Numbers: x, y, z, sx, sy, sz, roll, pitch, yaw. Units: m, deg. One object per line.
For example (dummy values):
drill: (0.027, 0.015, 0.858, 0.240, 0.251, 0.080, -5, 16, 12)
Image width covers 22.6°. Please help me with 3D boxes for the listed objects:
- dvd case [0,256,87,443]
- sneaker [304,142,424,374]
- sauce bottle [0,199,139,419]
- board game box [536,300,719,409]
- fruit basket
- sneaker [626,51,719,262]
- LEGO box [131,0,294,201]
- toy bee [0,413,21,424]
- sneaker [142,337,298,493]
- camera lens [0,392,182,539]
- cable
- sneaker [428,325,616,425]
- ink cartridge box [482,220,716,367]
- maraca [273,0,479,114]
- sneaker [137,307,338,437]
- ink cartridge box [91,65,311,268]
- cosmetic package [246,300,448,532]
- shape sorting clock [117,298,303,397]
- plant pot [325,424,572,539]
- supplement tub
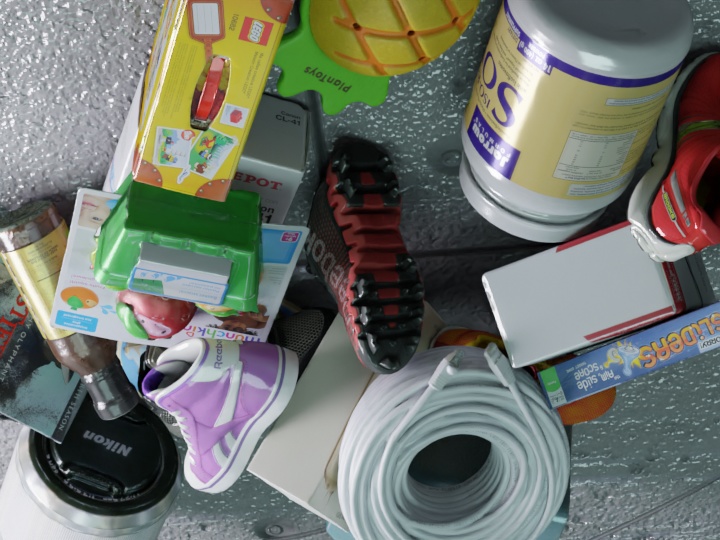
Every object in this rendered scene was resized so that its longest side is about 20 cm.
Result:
dvd case: (-0.317, 0.045, 1.593, 0.199, 0.147, 0.022, 32, 168, -29)
sneaker: (0.000, 0.000, 1.506, 0.070, 0.202, 0.098, 2, 154, -29)
sauce bottle: (-0.254, 0.037, 1.581, 0.064, 0.065, 0.201, -17, 112, 17)
board game box: (0.260, 0.058, 1.480, 0.199, 0.035, 0.135, -24, 173, 30)
fruit basket: (-0.152, 0.013, 1.460, 0.183, 0.094, 0.201, 11, 137, -11)
sneaker: (0.276, -0.088, 1.396, 0.084, 0.201, 0.077, -11, 136, 43)
LEGO box: (-0.107, -0.179, 1.346, 0.076, 0.150, 0.201, 13, 134, -12)
toy bee: (-0.399, 0.067, 1.639, 0.199, 0.110, 0.131, 15, 172, -29)
sneaker: (-0.139, 0.116, 1.533, 0.113, 0.073, 0.201, 11, 138, -20)
camera lens: (-0.269, 0.227, 1.745, 0.159, 0.161, 0.201, 15, 133, -14)
cable: (0.075, 0.161, 1.503, 0.200, 0.069, 0.200, -38, 118, 7)
sneaker: (0.150, 0.100, 1.582, 0.199, 0.077, 0.074, 13, 92, -32)
ink cartridge box: (0.204, 0.016, 1.505, 0.143, 0.084, 0.200, -20, 175, 20)
maraca: (0.014, -0.195, 1.354, 0.136, 0.108, 0.200, 21, 126, -31)
sneaker: (-0.115, 0.074, 1.600, 0.198, 0.077, 0.114, -22, 138, 19)
ink cartridge box: (-0.141, -0.057, 1.514, 0.146, 0.086, 0.201, 14, 135, -13)
cosmetic package: (-0.005, 0.114, 1.569, 0.073, 0.201, 0.104, 25, 170, 28)
shape sorting clock: (-0.128, 0.083, 1.687, 0.198, 0.039, 0.201, 1, 135, 1)
plant pot: (0.076, 0.192, 1.692, 0.198, 0.197, 0.197, 13, 134, -5)
supplement tub: (0.159, -0.135, 1.389, 0.144, 0.146, 0.201, 9, 134, -9)
